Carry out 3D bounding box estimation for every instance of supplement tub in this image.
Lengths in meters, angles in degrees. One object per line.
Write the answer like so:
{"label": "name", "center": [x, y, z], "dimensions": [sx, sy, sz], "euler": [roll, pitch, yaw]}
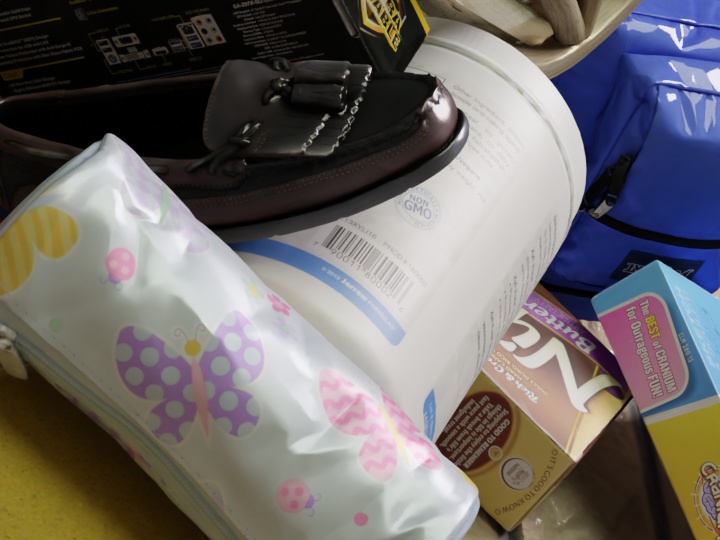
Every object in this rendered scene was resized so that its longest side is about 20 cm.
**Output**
{"label": "supplement tub", "center": [0.000, 0.000, 1.059], "dimensions": [0.132, 0.132, 0.200], "euler": [40, 45, -3]}

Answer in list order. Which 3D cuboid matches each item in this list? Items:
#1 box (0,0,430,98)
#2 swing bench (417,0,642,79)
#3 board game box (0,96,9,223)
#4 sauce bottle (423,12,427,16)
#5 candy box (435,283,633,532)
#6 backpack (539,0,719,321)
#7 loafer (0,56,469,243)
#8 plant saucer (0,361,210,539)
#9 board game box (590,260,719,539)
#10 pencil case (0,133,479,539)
{"label": "box", "center": [-0.091, -0.133, 1.054], "dimensions": [0.160, 0.199, 0.049], "euler": [61, 40, -27]}
{"label": "swing bench", "center": [0.028, -0.196, 1.126], "dimensions": [0.199, 0.200, 0.130], "euler": [37, 69, 18]}
{"label": "board game box", "center": [-0.177, -0.062, 1.029], "dimensions": [0.201, 0.019, 0.103], "euler": [58, 27, -9]}
{"label": "sauce bottle", "center": [0.026, -0.108, 1.248], "dimensions": [0.064, 0.065, 0.201], "euler": [19, 39, -37]}
{"label": "candy box", "center": [0.032, 0.020, 1.214], "dimensions": [0.200, 0.057, 0.117], "euler": [43, 26, 6]}
{"label": "backpack", "center": [0.122, -0.062, 1.299], "dimensions": [0.162, 0.200, 0.168], "euler": [11, 41, -22]}
{"label": "loafer", "center": [-0.058, -0.050, 0.980], "dimensions": [0.063, 0.199, 0.072], "euler": [64, 31, -28]}
{"label": "plant saucer", "center": [-0.102, 0.096, 0.901], "dimensions": [0.200, 0.048, 0.200], "euler": [55, 29, 15]}
{"label": "board game box", "center": [0.194, 0.105, 1.244], "dimensions": [0.153, 0.040, 0.201], "euler": [26, 38, -57]}
{"label": "pencil case", "center": [-0.051, 0.045, 0.900], "dimensions": [0.200, 0.083, 0.091], "euler": [43, 33, -5]}
